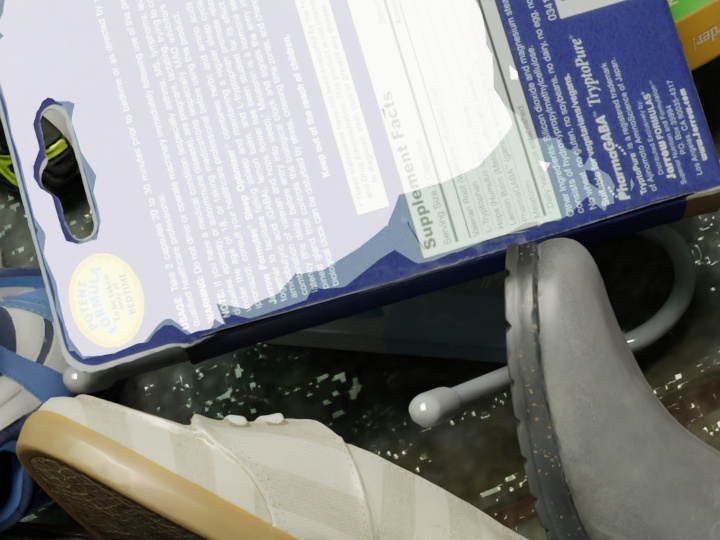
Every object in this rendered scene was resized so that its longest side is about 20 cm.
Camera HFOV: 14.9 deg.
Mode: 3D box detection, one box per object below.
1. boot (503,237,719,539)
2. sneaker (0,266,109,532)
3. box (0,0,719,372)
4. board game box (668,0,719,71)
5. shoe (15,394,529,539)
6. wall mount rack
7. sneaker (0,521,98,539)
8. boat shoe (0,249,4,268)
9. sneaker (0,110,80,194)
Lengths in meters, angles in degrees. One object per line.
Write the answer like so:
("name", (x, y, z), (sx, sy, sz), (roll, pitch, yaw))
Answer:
("boot", (0.123, 0.070, 0.782), (0.131, 0.070, 0.201), (-19, 98, 12))
("sneaker", (-0.123, 0.045, 0.871), (0.074, 0.200, 0.083), (-24, 83, 13))
("box", (-0.004, -0.050, 0.820), (0.199, 0.032, 0.122), (-16, 78, -2))
("board game box", (0.101, -0.103, 0.902), (0.199, 0.030, 0.095), (-27, 36, -18))
("shoe", (-0.008, 0.080, 0.823), (0.199, 0.070, 0.054), (27, 66, -11))
("wall mount rack", (0.000, 0.000, 0.888), (0.199, 0.075, 0.174), (3, 47, 24))
("sneaker", (-0.110, 0.114, 0.879), (0.199, 0.082, 0.078), (-15, 57, 14))
("boat shoe", (-0.228, 0.016, 0.991), (0.199, 0.069, 0.072), (-12, 58, 16))
("sneaker", (-0.158, -0.098, 1.036), (0.199, 0.076, 0.076), (33, 63, 27))
